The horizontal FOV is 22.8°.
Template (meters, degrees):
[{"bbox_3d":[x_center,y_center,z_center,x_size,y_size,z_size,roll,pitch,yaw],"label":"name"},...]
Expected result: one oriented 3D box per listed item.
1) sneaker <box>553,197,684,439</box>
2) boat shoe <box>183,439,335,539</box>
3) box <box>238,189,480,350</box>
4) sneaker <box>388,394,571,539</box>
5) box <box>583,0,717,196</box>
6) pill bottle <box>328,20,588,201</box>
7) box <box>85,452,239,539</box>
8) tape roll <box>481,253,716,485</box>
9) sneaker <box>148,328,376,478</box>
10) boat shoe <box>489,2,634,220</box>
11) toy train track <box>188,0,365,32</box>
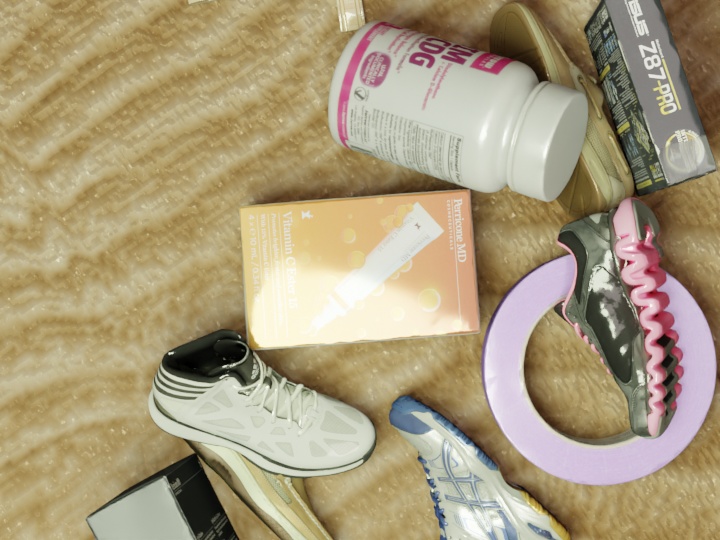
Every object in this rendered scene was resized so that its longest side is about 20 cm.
[{"bbox_3d":[0.212,0.044,1.494,0.095,0.079,0.201,-10,88,23],"label":"sneaker"},{"bbox_3d":[-0.079,0.171,1.560,0.076,0.072,0.200,-43,88,-11],"label":"boat shoe"},{"bbox_3d":[0.000,0.000,1.541,0.199,0.097,0.125,-5,89,1],"label":"box"},{"bbox_3d":[0.088,0.197,1.549,0.200,0.075,0.088,44,91,2],"label":"sneaker"},{"bbox_3d":[0.237,-0.147,1.485,0.049,0.200,0.162,-16,89,2],"label":"box"},{"bbox_3d":[0.083,-0.132,1.505,0.199,0.113,0.114,19,90,21],"label":"pill bottle"},{"bbox_3d":[-0.150,0.239,1.492,0.079,0.200,0.142,-25,88,1],"label":"box"},{"bbox_3d":[0.205,0.083,1.552,0.199,0.066,0.201,0,89,2],"label":"tape roll"},{"bbox_3d":[-0.078,0.112,1.493,0.199,0.116,0.076,13,61,-3],"label":"sneaker"},{"bbox_3d":[0.176,-0.143,1.560,0.064,0.071,0.201,-23,91,-35],"label":"boat shoe"},{"bbox_3d":[-0.057,-0.264,1.577,0.199,0.033,0.115,-9,89,3],"label":"toy train track"}]
